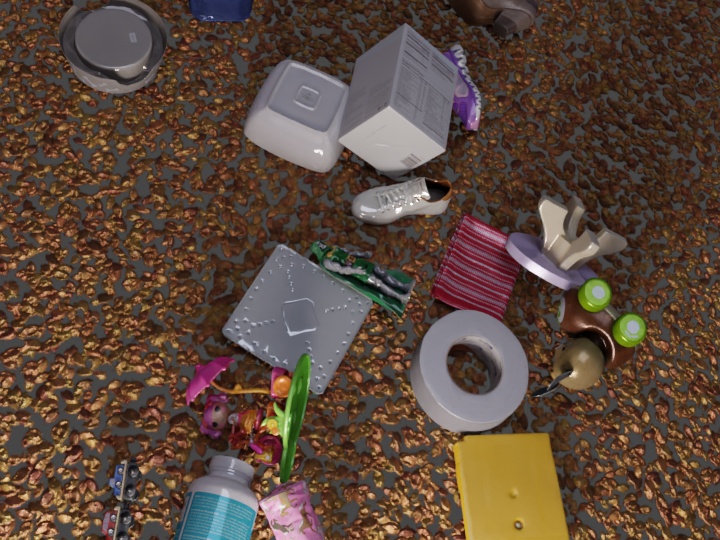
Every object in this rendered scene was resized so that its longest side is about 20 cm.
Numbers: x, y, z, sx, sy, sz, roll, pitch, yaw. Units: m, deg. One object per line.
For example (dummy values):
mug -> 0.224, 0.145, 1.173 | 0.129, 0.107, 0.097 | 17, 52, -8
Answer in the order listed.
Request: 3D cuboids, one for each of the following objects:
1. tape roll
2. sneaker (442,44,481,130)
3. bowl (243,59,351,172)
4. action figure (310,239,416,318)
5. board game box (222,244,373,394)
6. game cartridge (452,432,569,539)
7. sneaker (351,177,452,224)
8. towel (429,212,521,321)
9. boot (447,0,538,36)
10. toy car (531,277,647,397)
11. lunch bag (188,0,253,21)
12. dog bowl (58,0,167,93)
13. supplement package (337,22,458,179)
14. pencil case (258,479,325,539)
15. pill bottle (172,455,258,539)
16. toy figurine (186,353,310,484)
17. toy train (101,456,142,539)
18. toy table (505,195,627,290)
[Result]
tape roll -> 0.186, 0.173, 1.489 | 0.195, 0.066, 0.205 | 6, 62, -12
sneaker -> 0.185, -0.364, 1.759 | 0.086, 0.081, 0.204 | -10, 62, -11
bowl -> -0.107, -0.309, 1.654 | 0.196, 0.075, 0.203 | 24, 60, 0
action figure -> 0.000, 0.000, 1.526 | 0.196, 0.055, 0.119 | 25, 33, 1
board game box -> -0.105, 0.083, 1.482 | 0.197, 0.026, 0.202 | 31, 61, 2
game cartridge -> 0.247, 0.371, 1.426 | 0.172, 0.033, 0.204 | 1, 61, -13
sneaker -> 0.079, -0.141, 1.610 | 0.195, 0.085, 0.074 | -11, 68, -17
towel -> 0.222, -0.002, 1.611 | 0.142, 0.023, 0.203 | 26, 60, -1
boot -> 0.294, -0.593, 1.909 | 0.199, 0.071, 0.147 | 39, 55, 5
toy car -> 0.371, 0.141, 1.509 | 0.200, 0.165, 0.158 | -42, 79, -15
lunch bag -> -0.282, -0.617, 1.731 | 0.132, 0.133, 0.204 | -6, 66, -17
dog bowl -> -0.462, -0.421, 1.628 | 0.195, 0.059, 0.205 | 6, 63, -12
supplement package -> 0.073, -0.314, 1.629 | 0.149, 0.150, 0.204 | 30, 56, -30
pencil case -> -0.080, 0.410, 1.275 | 0.082, 0.086, 0.204 | -16, 77, -41
pill bottle -> -0.212, 0.378, 1.257 | 0.108, 0.111, 0.204 | 17, 61, -5
toy figurine -> -0.185, 0.216, 1.357 | 0.179, 0.150, 0.205 | 9, 91, 7
toy train -> -0.356, 0.374, 1.269 | 0.045, 0.034, 0.205 | 3, 63, 1
toy table -> 0.379, -0.049, 1.589 | 0.196, 0.118, 0.186 | 19, 30, -22
